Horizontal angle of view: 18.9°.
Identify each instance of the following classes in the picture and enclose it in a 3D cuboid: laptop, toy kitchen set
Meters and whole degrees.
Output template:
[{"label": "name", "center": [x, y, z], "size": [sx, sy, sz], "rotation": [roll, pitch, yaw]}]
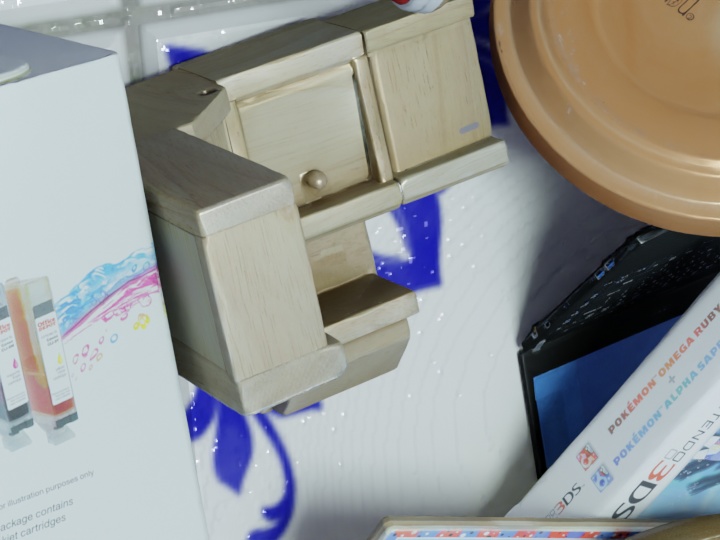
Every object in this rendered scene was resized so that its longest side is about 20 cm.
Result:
[{"label": "laptop", "center": [0.178, 0.038, 1.045], "size": [0.177, 0.200, 0.103], "rotation": [-21, 75, -29]}, {"label": "toy kitchen set", "center": [0.000, 0.000, 0.871], "size": [0.200, 0.180, 0.163], "rotation": [-22, 113, -23]}]

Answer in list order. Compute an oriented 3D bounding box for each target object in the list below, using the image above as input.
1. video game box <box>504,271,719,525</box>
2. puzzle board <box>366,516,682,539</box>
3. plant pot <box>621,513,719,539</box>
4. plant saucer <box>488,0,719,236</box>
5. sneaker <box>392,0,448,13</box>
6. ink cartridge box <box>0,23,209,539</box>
[{"label": "video game box", "center": [0.194, 0.088, 1.043], "size": [0.200, 0.047, 0.182], "rotation": [17, 123, -42]}, {"label": "puzzle board", "center": [0.060, 0.167, 1.000], "size": [0.200, 0.017, 0.151], "rotation": [6, 132, -34]}, {"label": "plant pot", "center": [0.135, 0.173, 1.016], "size": [0.200, 0.027, 0.200], "rotation": [-16, 142, -13]}, {"label": "plant saucer", "center": [0.158, -0.111, 0.961], "size": [0.200, 0.200, 0.032], "rotation": [-43, 163, -19]}, {"label": "sneaker", "center": [-0.004, -0.202, 0.825], "size": [0.112, 0.071, 0.200], "rotation": [3, 93, -29]}, {"label": "ink cartridge box", "center": [-0.163, 0.021, 0.790], "size": [0.145, 0.145, 0.200], "rotation": [-18, 109, -29]}]
